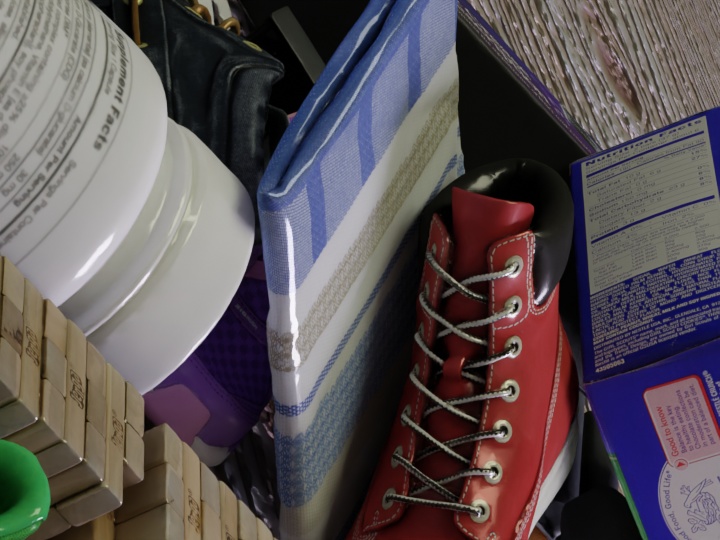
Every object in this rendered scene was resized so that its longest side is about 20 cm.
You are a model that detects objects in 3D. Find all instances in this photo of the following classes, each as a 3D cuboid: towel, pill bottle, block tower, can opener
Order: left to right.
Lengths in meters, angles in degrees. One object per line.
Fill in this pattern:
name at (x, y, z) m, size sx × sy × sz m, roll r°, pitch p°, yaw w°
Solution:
pill bottle at (-0.129, -0.049, 0.878) m, size 0.200 × 0.113 × 0.113 m, roll 44°, pitch 25°, yaw -34°
block tower at (-0.084, 0.066, 0.871) m, size 0.200 × 0.058 × 0.054 m, roll 52°, pitch 21°, yaw -36°
towel at (0.000, 0.000, 1.014) m, size 0.200 × 0.024 × 0.147 m, roll 87°, pitch 25°, yaw -46°
can opener at (0.097, 0.099, 1.239) m, size 0.053 × 0.067 × 0.200 m, roll 50°, pitch 22°, yaw -19°

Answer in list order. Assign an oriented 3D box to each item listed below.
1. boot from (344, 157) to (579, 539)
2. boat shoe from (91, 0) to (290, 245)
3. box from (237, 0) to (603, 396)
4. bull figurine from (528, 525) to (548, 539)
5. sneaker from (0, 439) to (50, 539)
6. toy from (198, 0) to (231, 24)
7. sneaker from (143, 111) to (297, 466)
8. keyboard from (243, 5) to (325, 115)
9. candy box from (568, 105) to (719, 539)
boot at (0.027, 0.056, 1.001) m, size 0.200 × 0.072 × 0.144 m, roll -65°, pitch 160°, yaw -46°
boat shoe at (-0.068, -0.070, 1.054) m, size 0.200 × 0.091 × 0.071 m, roll -89°, pitch 174°, yaw -49°
box at (0.047, -0.057, 1.290) m, size 0.200 × 0.079 × 0.141 m, roll 44°, pitch 6°, yaw -30°
bull figurine at (0.082, 0.174, 1.100) m, size 0.200 × 0.065 × 0.121 m, roll 51°, pitch 22°, yaw -18°
sneaker at (-0.156, 0.029, 0.748) m, size 0.200 × 0.084 × 0.074 m, roll 35°, pitch 30°, yaw -46°
toy at (-0.097, -0.155, 1.194) m, size 0.200 × 0.047 × 0.115 m, roll 37°, pitch 31°, yaw -42°
sneaker at (-0.035, -0.006, 1.065) m, size 0.081 × 0.088 × 0.200 m, roll 53°, pitch 22°, yaw -14°
keyboard at (0.018, -0.013, 1.171) m, size 0.040 × 0.104 × 0.200 m, roll -33°, pitch 91°, yaw -37°
candy box at (0.141, 0.055, 1.166) m, size 0.200 × 0.077 × 0.169 m, roll -83°, pitch 154°, yaw -64°
